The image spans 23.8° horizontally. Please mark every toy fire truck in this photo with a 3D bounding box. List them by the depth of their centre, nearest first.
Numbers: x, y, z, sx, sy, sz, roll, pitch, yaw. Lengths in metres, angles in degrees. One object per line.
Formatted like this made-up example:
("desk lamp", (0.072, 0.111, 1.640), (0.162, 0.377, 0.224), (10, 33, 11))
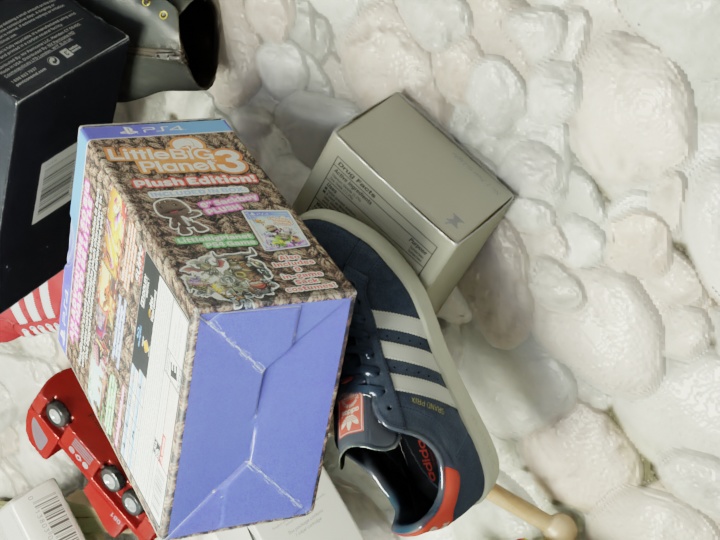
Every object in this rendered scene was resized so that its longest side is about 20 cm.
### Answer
("toy fire truck", (-0.197, 0.187, 1.349), (0.200, 0.049, 0.141), (47, 136, 9))

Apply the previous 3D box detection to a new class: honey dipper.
("honey dipper", (0.053, 0.123, 1.068), (0.199, 0.038, 0.038), (32, 137, -17))

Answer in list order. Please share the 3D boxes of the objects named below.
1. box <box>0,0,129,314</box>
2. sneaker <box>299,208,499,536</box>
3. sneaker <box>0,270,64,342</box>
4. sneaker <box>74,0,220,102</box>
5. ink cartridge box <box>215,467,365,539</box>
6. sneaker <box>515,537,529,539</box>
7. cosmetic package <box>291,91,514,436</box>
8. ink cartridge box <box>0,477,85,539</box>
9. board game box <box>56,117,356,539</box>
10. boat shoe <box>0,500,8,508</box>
("box", (-0.263, -0.104, 1.110), (0.182, 0.104, 0.201), (36, 136, 16))
("sneaker", (0.005, 0.062, 0.987), (0.075, 0.084, 0.201), (-28, 95, 45))
("sneaker", (-0.207, 0.030, 1.252), (0.113, 0.071, 0.200), (54, 133, 5))
("sneaker", (-0.155, -0.204, 1.086), (0.106, 0.075, 0.201), (1, 123, 33))
("ink cartridge box", (-0.084, 0.125, 1.182), (0.201, 0.068, 0.116), (61, 159, -5))
("sneaker", (0.120, 0.208, 1.070), (0.199, 0.078, 0.091), (-13, 122, 42))
("cosmetic package", (0.000, 0.000, 1.066), (0.103, 0.073, 0.200), (43, 133, 10))
("ink cartridge box", (-0.261, 0.273, 1.389), (0.162, 0.050, 0.200), (61, 146, 6))
("board game box", (-0.098, 0.029, 1.007), (0.200, 0.096, 0.160), (52, 139, 46))
("boat shoe", (-0.258, 0.264, 1.431), (0.199, 0.063, 0.074), (30, 130, 23))
